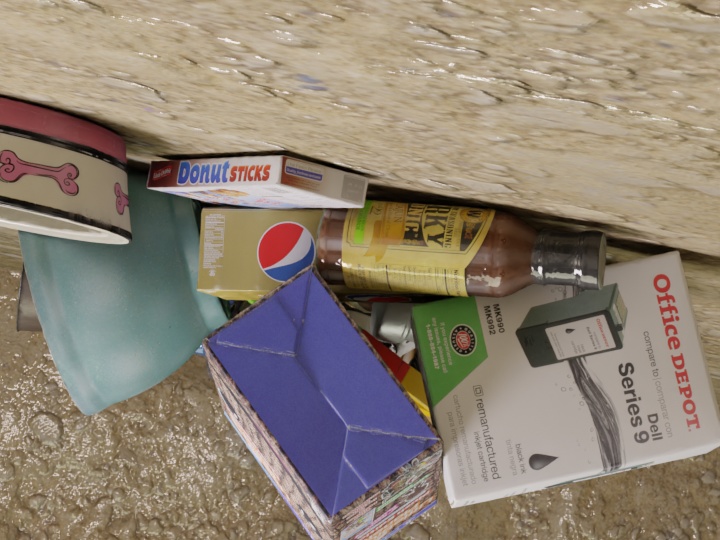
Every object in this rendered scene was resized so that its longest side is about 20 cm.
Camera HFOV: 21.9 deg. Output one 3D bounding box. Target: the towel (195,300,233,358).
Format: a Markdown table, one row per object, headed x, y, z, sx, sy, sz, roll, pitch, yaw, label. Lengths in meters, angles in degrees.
| x | y | z | sx | sy | sz | roll | pitch | yaw | label |
| --- | --- | --- | --- | --- | --- | --- | --- | --- | --- |
| -0.057 | 0.049 | 1.762 | 0.199 | 0.112 | 0.049 | 11 | 144 | 3 | towel |

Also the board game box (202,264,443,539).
| x | y | z | sx | sy | sz | roll | pitch | yaw | label |
| --- | --- | --- | --- | --- | --- | --- | --- | --- | --- |
| -0.025 | 0.113 | 1.352 | 0.160 | 0.097 | 0.200 | 53 | 169 | 16 | board game box |

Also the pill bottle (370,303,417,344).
| x | y | z | sx | sy | sz | roll | pitch | yaw | label |
| --- | --- | --- | --- | --- | --- | --- | --- | --- | --- |
| 0.114 | 0.036 | 1.497 | 0.199 | 0.112 | 0.112 | 12 | 175 | -8 | pill bottle |

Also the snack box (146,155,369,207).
| x | y | z | sx | sy | sz | roll | pitch | yaw | label |
| --- | --- | --- | --- | --- | --- | --- | --- | --- | --- |
| -0.077 | -0.062 | 1.322 | 0.072 | 0.024 | 0.200 | 12 | 176 | -32 | snack box |

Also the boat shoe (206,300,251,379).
| x | y | z | sx | sy | sz | roll | pitch | yaw | label |
| --- | --- | --- | --- | --- | --- | --- | --- | --- | --- |
| -0.079 | 0.030 | 1.620 | 0.066 | 0.072 | 0.201 | -17 | -157 | 29 | boat shoe |

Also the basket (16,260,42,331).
| x | y | z | sx | sy | sz | roll | pitch | yaw | label |
| --- | --- | --- | --- | --- | --- | --- | --- | --- | --- |
| -0.242 | 0.007 | 1.901 | 0.199 | 0.137 | 0.180 | 8 | -172 | -7 | basket |

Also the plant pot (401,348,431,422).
| x | y | z | sx | sy | sz | roll | pitch | yaw | label |
| --- | --- | --- | --- | --- | --- | --- | --- | --- | --- |
| 0.127 | 0.076 | 1.708 | 0.199 | 0.200 | 0.028 | 9 | 136 | 29 | plant pot |

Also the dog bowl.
| x | y | z | sx | sy | sz | roll | pitch | yaw | label |
| --- | --- | --- | --- | --- | --- | --- | --- | --- | --- |
| -0.253 | -0.074 | 1.308 | 0.199 | 0.074 | 0.200 | 10 | 175 | 1 | dog bowl |

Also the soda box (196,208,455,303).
| x | y | z | sx | sy | sz | roll | pitch | yaw | label |
| --- | --- | --- | --- | --- | --- | --- | --- | --- | --- |
| -0.018 | -0.010 | 1.386 | 0.199 | 0.064 | 0.068 | 1 | 173 | 15 | soda box |

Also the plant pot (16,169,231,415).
| x | y | z | sx | sy | sz | roll | pitch | yaw | label |
| --- | --- | --- | --- | --- | --- | --- | --- | --- | --- |
| -0.182 | 0.002 | 1.490 | 0.134 | 0.201 | 0.200 | -16 | 174 | 0 | plant pot |

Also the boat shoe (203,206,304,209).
| x | y | z | sx | sy | sz | roll | pitch | yaw | label |
| --- | --- | --- | --- | --- | --- | --- | --- | --- | --- |
| -0.087 | -0.018 | 1.567 | 0.072 | 0.071 | 0.200 | 15 | 171 | -25 | boat shoe |

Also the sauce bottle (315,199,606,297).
| x | y | z | sx | sy | sz | roll | pitch | yaw | label |
| --- | --- | --- | --- | --- | --- | --- | --- | --- | --- |
| 0.071 | -0.014 | 1.297 | 0.199 | 0.065 | 0.065 | 3 | 173 | 12 | sauce bottle |

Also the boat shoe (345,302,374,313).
| x | y | z | sx | sy | sz | roll | pitch | yaw | label |
| --- | --- | --- | --- | --- | --- | --- | --- | --- | --- |
| 0.000 | 0.000 | 1.583 | 0.076 | 0.072 | 0.200 | 10 | 175 | 24 | boat shoe |

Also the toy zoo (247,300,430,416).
| x | y | z | sx | sy | sz | roll | pitch | yaw | label |
| --- | --- | --- | --- | --- | --- | --- | --- | --- | --- |
| -0.006 | 0.068 | 1.531 | 0.200 | 0.020 | 0.131 | 39 | 168 | -35 | toy zoo |

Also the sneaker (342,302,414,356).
| x | y | z | sx | sy | sz | roll | pitch | yaw | label |
| --- | --- | --- | --- | --- | --- | --- | --- | --- | --- |
| 0.033 | 0.041 | 1.679 | 0.080 | 0.074 | 0.200 | -6 | -156 | 40 | sneaker |

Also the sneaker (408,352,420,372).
| x | y | z | sx | sy | sz | roll | pitch | yaw | label |
| --- | --- | --- | --- | --- | --- | --- | --- | --- | --- |
| 0.115 | 0.069 | 1.639 | 0.199 | 0.076 | 0.114 | -21 | 155 | -42 | sneaker |

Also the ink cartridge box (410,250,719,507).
| x | y | z | sx | sy | sz | roll | pitch | yaw | label |
| --- | --- | --- | --- | --- | --- | --- | --- | --- | --- |
| 0.147 | 0.078 | 1.338 | 0.199 | 0.146 | 0.084 | -13 | 170 | -1 | ink cartridge box |

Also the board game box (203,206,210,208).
| x | y | z | sx | sy | sz | roll | pitch | yaw | label |
| --- | --- | --- | --- | --- | --- | --- | --- | --- | --- |
| -0.176 | -0.038 | 1.725 | 0.199 | 0.039 | 0.158 | 10 | 175 | 3 | board game box |
